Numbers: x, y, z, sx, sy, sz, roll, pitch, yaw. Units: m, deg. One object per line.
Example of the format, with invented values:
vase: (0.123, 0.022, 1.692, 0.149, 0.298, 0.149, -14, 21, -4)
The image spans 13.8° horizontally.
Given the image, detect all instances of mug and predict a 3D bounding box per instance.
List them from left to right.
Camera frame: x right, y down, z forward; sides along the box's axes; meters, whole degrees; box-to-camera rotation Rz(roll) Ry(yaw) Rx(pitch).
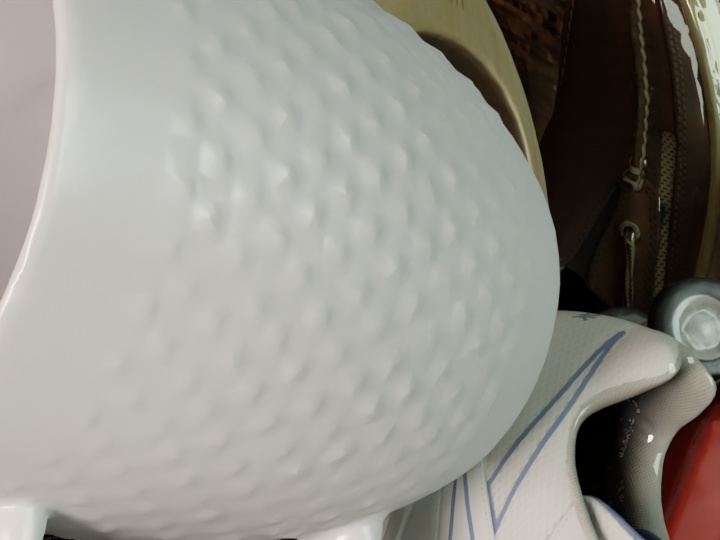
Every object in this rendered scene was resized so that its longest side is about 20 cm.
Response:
mug: (-0.045, 0.018, 0.694, 0.175, 0.147, 0.200, 16, 68, -40)

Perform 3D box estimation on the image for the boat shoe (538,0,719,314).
boat shoe: (0.079, -0.015, 0.952, 0.075, 0.075, 0.203, -13, 110, -19)

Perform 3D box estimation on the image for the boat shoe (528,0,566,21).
boat shoe: (0.075, -0.116, 1.014, 0.200, 0.066, 0.074, 39, 56, -47)

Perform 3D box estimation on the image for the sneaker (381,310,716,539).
sneaker: (0.032, 0.096, 0.756, 0.074, 0.087, 0.200, 30, 67, -44)

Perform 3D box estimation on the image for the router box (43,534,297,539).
router box: (-0.040, 0.159, 0.767, 0.200, 0.051, 0.149, 65, 34, -18)

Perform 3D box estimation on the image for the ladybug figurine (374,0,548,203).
ladybug figurine: (0.000, 0.000, 0.860, 0.136, 0.072, 0.200, 23, 61, -50)

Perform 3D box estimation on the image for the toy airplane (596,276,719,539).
toy airplane: (0.111, 0.115, 0.855, 0.141, 0.199, 0.200, 22, 30, -12)
